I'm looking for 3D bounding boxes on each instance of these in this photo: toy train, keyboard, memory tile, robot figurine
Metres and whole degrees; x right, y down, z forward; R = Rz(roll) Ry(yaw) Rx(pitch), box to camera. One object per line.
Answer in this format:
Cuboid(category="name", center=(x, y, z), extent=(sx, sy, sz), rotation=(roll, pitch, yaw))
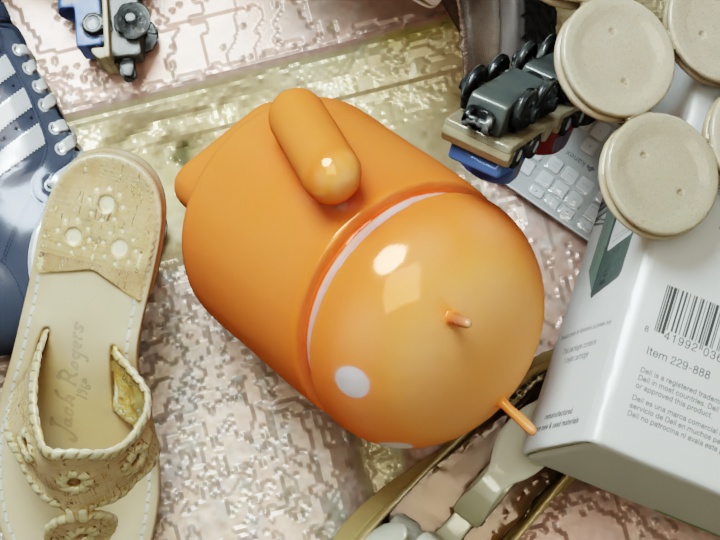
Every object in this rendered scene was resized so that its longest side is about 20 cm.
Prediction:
Cuboid(category="toy train", center=(0.079, -0.073, 0.927), extent=(0.034, 0.200, 0.046), rotation=(26, 112, 15))
Cuboid(category="keyboard", center=(0.141, -0.022, 1.006), extent=(0.199, 0.011, 0.056), rotation=(35, 81, 6))
Cuboid(category="memory tile", center=(0.136, -0.122, 0.880), extent=(0.152, 0.017, 0.202), rotation=(-19, 85, -20))
Cuboid(category="robot figurine", center=(-0.001, -0.001, 0.921), extent=(0.116, 0.200, 0.145), rotation=(-5, 119, -38))
Cuboid(category="toy train", center=(-0.126, -0.187, 1.025), extent=(0.045, 0.034, 0.202), rotation=(-6, 79, 2))

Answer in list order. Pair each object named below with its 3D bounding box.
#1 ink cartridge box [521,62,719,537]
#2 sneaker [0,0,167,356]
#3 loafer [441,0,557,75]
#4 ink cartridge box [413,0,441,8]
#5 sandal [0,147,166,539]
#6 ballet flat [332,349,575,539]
Cuboid(category="ink cartridge box", center=(0.174, 0.008, 0.922), extent=(0.145, 0.084, 0.202), rotation=(23, 76, -11))
Cuboid(category="sneaker", center=(-0.145, -0.061, 0.981), extent=(0.107, 0.070, 0.202), rotation=(-3, 86, 4))
Cuboid(category="loafer", center=(0.044, -0.171, 1.012), extent=(0.070, 0.073, 0.202), rotation=(-13, 76, 17))
Cuboid(category="ink cartridge box", center=(-0.005, -0.231, 0.956), extent=(0.200, 0.083, 0.147), rotation=(42, 97, 33))
Cuboid(category="sandal", center=(-0.123, 0.057, 0.919), extent=(0.077, 0.070, 0.214), rotation=(7, 102, 0))
Cuboid(category="ballet flat", center=(0.039, 0.109, 0.953), extent=(0.069, 0.063, 0.200), rotation=(40, 81, 5))
